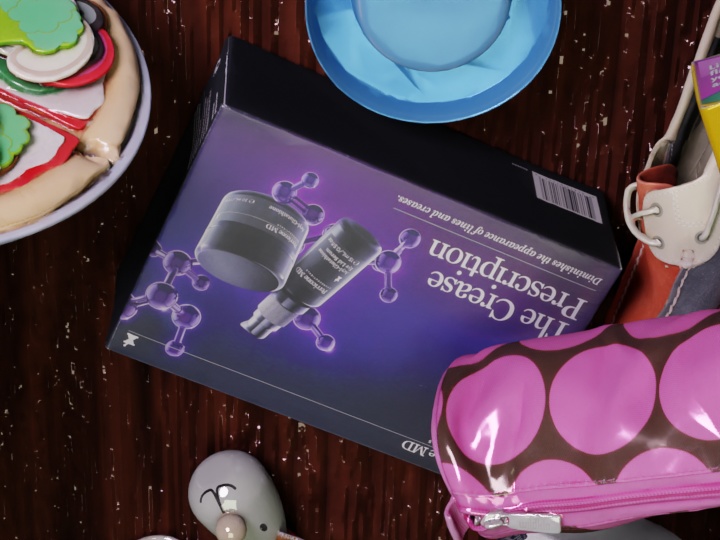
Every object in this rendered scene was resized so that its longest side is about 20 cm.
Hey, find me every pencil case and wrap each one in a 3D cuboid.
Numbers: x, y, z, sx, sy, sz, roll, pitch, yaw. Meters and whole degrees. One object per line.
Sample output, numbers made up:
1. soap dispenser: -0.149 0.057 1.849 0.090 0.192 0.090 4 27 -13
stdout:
1. pencil case: 0.130 0.068 0.830 0.200 0.094 0.091 -14 116 31

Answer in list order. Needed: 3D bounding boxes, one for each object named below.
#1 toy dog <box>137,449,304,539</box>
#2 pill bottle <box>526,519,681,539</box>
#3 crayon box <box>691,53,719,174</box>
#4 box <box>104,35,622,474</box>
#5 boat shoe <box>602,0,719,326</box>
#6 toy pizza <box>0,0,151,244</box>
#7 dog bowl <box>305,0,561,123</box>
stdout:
1. toy dog: -0.028 0.194 1.017 0.200 0.096 0.132 35 113 -20
2. pill bottle: 0.099 0.226 1.006 0.113 0.113 0.200 11 100 -8
3. crayon box: 0.261 -0.032 0.828 0.200 0.058 0.173 -16 118 13
4. box: 0.000 0.000 0.920 0.200 0.079 0.141 21 120 -13
5. boat shoe: 0.156 -0.040 0.899 0.062 0.071 0.200 14 113 -27
6. toy pizza: -0.184 -0.085 0.796 0.200 0.200 0.032 9 136 -6
7. dog bowl: 0.028 -0.164 0.842 0.111 0.050 0.200 -4 119 1
